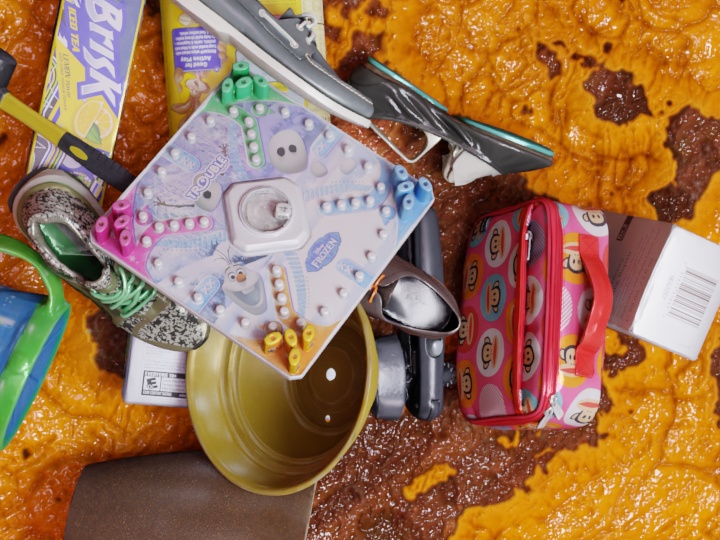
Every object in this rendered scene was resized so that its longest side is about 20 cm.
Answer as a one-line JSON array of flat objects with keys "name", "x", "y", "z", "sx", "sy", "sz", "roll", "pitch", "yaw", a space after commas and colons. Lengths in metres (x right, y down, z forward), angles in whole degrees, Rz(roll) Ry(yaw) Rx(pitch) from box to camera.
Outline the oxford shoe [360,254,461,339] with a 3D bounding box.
[{"name": "oxford shoe", "x": 0.000, "y": 0.000, "z": 1.158, "sx": 0.200, "sy": 0.073, "sz": 0.071, "roll": 23, "pitch": 92, "yaw": -15}]

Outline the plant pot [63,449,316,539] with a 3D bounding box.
[{"name": "plant pot", "x": -0.147, "y": 0.230, "z": 1.174, "sx": 0.199, "sy": 0.187, "sz": 0.187, "roll": 11, "pitch": 94, "yaw": 0}]

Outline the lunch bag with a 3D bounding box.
[{"name": "lunch bag", "x": 0.158, "y": 0.041, "z": 1.193, "sx": 0.082, "sy": 0.176, "sz": 0.201, "roll": 8, "pitch": 79, "yaw": -25}]

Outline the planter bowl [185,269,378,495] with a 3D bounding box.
[{"name": "planter bowl", "x": -0.047, "y": 0.084, "z": 1.130, "sx": 0.083, "sy": 0.200, "sz": 0.201, "roll": 11, "pitch": 95, "yaw": -52}]

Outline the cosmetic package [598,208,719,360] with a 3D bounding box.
[{"name": "cosmetic package", "x": 0.246, "y": 0.007, "z": 1.214, "sx": 0.074, "sy": 0.200, "sz": 0.102, "roll": 23, "pitch": 90, "yaw": -15}]

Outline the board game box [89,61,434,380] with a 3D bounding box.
[{"name": "board game box", "x": -0.073, "y": -0.046, "z": 1.062, "sx": 0.200, "sy": 0.026, "sz": 0.200, "roll": 34, "pitch": 66, "yaw": 8}]

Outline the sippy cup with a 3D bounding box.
[{"name": "sippy cup", "x": -0.326, "y": 0.062, "z": 1.126, "sx": 0.130, "sy": 0.140, "sz": 0.178, "roll": 25, "pitch": 72, "yaw": -5}]

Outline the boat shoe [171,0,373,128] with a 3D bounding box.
[{"name": "boat shoe", "x": -0.063, "y": -0.189, "z": 1.097, "sx": 0.200, "sy": 0.073, "sz": 0.062, "roll": 35, "pitch": 89, "yaw": -8}]

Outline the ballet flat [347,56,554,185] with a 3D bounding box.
[{"name": "ballet flat", "x": 0.075, "y": -0.121, "z": 1.233, "sx": 0.200, "sy": 0.068, "sz": 0.069, "roll": 26, "pitch": 100, "yaw": -5}]

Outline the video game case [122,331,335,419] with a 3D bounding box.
[{"name": "video game case", "x": -0.101, "y": 0.032, "z": 1.206, "sx": 0.199, "sy": 0.045, "sz": 0.182, "roll": 6, "pitch": 96, "yaw": -14}]

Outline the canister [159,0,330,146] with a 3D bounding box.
[{"name": "canister", "x": -0.099, "y": -0.187, "z": 1.168, "sx": 0.148, "sy": 0.087, "sz": 0.201, "roll": -5, "pitch": 96, "yaw": -13}]

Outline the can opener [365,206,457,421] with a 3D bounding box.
[{"name": "can opener", "x": 0.053, "y": 0.039, "z": 1.241, "sx": 0.078, "sy": 0.063, "sz": 0.201, "roll": 2, "pitch": 95, "yaw": -37}]

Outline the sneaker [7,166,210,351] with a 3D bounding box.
[{"name": "sneaker", "x": -0.203, "y": 0.008, "z": 1.095, "sx": 0.200, "sy": 0.089, "sz": 0.077, "roll": 41, "pitch": 102, "yaw": -20}]

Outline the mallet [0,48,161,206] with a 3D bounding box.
[{"name": "mallet", "x": -0.240, "y": -0.117, "z": 1.092, "sx": 0.200, "sy": 0.041, "sz": 0.066, "roll": 27, "pitch": 101, "yaw": 9}]

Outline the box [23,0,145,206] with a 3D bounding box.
[{"name": "box", "x": -0.232, "y": -0.158, "z": 1.150, "sx": 0.070, "sy": 0.064, "sz": 0.201, "roll": 11, "pitch": 93, "yaw": -15}]
